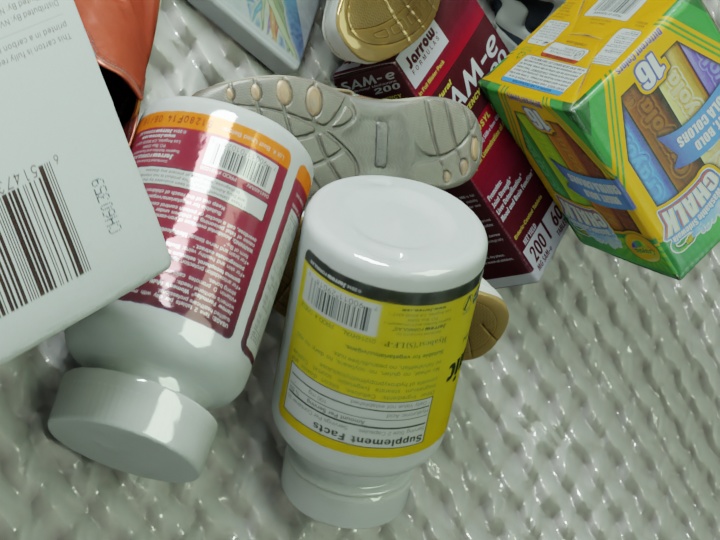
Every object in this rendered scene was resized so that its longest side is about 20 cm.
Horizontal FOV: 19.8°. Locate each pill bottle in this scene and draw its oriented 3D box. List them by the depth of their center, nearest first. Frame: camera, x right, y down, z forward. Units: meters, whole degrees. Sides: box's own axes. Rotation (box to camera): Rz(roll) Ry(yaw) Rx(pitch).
[{"bbox_3d":[-0.104,0.011,1.178,0.109,0.109,0.201,35,63,-39],"label":"pill bottle"},{"bbox_3d":[0.005,0.053,1.244,0.111,0.111,0.201,-29,140,-47],"label":"pill bottle"}]

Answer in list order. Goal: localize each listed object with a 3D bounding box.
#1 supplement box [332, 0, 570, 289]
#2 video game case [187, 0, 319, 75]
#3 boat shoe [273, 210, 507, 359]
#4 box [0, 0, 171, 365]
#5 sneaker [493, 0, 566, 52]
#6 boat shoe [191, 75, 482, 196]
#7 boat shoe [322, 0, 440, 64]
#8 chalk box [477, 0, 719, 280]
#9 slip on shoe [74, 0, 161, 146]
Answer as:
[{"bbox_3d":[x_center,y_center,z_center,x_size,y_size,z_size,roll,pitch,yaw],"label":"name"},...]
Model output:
[{"bbox_3d":[0.075,-0.096,1.438,0.200,0.061,0.109,54,49,-26],"label":"supplement box"},{"bbox_3d":[-0.086,-0.253,1.315,0.200,0.022,0.183,37,57,-38],"label":"video game case"},{"bbox_3d":[0.000,0.000,1.329,0.199,0.071,0.069,22,25,-29],"label":"boat shoe"},{"bbox_3d":[-0.231,-0.048,1.035,0.199,0.130,0.201,-32,107,-46],"label":"box"},{"bbox_3d":[0.133,-0.239,1.476,0.080,0.129,0.200,-48,118,-42],"label":"sneaker"},{"bbox_3d":[-0.022,-0.082,1.314,0.199,0.072,0.076,7,91,-24],"label":"boat shoe"},{"bbox_3d":[0.014,-0.200,1.381,0.071,0.069,0.200,55,42,-25],"label":"boat shoe"},{"bbox_3d":[0.198,-0.083,1.409,0.124,0.125,0.200,-43,117,-14],"label":"chalk box"},{"bbox_3d":[-0.149,-0.112,1.191,0.074,0.061,0.201,37,56,-36],"label":"slip on shoe"}]
